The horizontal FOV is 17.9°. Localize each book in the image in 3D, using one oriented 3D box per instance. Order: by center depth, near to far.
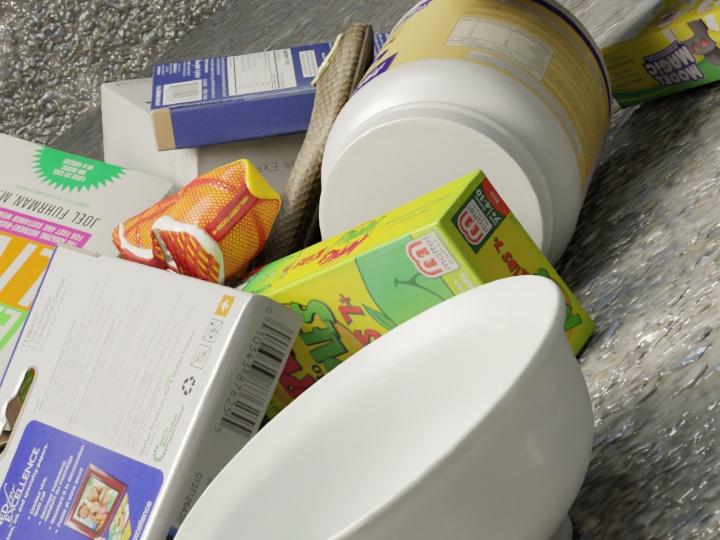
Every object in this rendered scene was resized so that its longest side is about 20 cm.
[{"bbox_3d":[-0.217,0.005,1.403,0.133,0.048,0.200,15,48,22],"label":"book"}]

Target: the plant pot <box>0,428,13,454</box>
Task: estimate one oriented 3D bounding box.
[{"bbox_3d":[-0.219,0.097,1.443,0.187,0.187,0.200,-37,28,3],"label":"plant pot"}]

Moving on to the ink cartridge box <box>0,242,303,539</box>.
[{"bbox_3d":[-0.133,0.094,1.201,0.200,0.047,0.199,13,80,56],"label":"ink cartridge box"}]

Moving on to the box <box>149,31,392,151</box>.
[{"bbox_3d":[-0.032,-0.117,1.445,0.199,0.033,0.121,-9,19,-1],"label":"box"}]

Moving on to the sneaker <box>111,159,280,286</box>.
[{"bbox_3d":[-0.089,-0.018,1.313,0.077,0.073,0.200,-44,11,-17],"label":"sneaker"}]

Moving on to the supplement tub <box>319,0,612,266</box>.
[{"bbox_3d":[0.059,-0.066,1.283,0.145,0.146,0.200,-31,14,26],"label":"supplement tub"}]

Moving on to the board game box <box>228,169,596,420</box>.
[{"bbox_3d":[0.014,0.029,1.176,0.200,0.102,0.048,-23,20,47],"label":"board game box"}]

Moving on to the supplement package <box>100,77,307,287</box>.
[{"bbox_3d":[-0.090,-0.058,1.533,0.116,0.118,0.200,-9,19,-22],"label":"supplement package"}]

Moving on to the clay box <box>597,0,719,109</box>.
[{"bbox_3d":[0.236,-0.162,1.360,0.115,0.048,0.200,-43,16,-26],"label":"clay box"}]

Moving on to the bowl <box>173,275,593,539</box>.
[{"bbox_3d":[0.025,0.098,0.941,0.201,0.091,0.201,-36,13,9],"label":"bowl"}]

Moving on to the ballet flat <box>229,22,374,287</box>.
[{"bbox_3d":[-0.034,-0.055,1.343,0.067,0.046,0.201,57,-132,-75],"label":"ballet flat"}]
